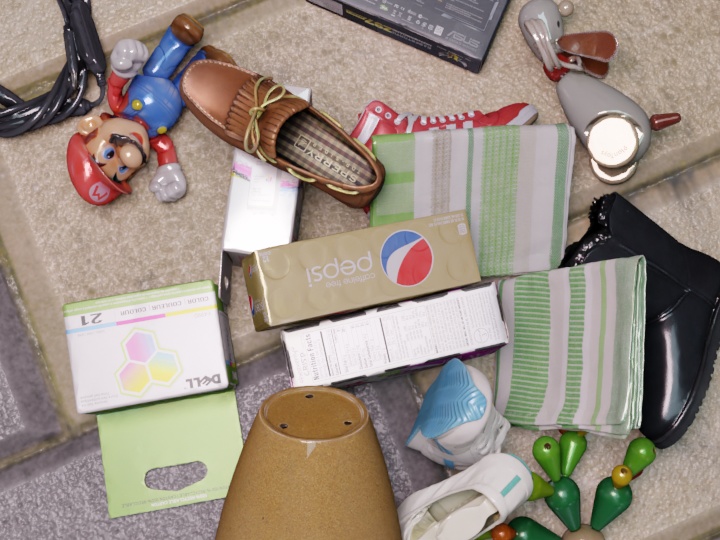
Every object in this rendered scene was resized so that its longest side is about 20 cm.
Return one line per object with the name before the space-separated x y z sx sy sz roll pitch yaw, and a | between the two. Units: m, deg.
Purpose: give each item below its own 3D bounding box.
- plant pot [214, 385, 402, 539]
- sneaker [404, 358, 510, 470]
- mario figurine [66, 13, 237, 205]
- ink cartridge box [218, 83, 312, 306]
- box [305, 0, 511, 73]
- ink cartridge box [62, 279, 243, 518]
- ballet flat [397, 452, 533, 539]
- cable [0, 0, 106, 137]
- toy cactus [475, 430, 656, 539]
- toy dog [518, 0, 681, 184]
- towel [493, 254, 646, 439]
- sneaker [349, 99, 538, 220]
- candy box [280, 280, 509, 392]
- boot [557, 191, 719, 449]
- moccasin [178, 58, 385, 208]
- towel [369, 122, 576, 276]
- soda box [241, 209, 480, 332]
plant pot | -0.045 0.209 0.975 0.184 0.187 0.202 2 113 0
sneaker | 0.097 0.134 1.017 0.080 0.200 0.077 24 76 1
mario figurine | -0.200 -0.144 1.097 0.123 0.106 0.201 37 82 2
ink cartridge box | -0.088 -0.065 1.081 0.067 0.116 0.203 8 84 0
box | 0.061 -0.311 1.146 0.198 0.051 0.159 23 83 3
ink cartridge box | -0.189 0.123 1.077 0.146 0.076 0.202 -10 82 -2
ballet flat | 0.074 0.226 1.013 0.069 0.200 0.070 21 47 -25
cable | -0.346 -0.235 1.140 0.162 0.051 0.202 -20 86 2
toy cactus | 0.191 0.229 1.072 0.198 0.102 0.166 -26 102 -6
toy dog | 0.236 -0.182 1.100 0.096 0.132 0.201 -27 102 8
towel | 0.183 0.072 1.033 0.023 0.199 0.155 8 82 -27
sneaker | 0.070 -0.136 1.115 0.199 0.071 0.113 -33 81 -8
candy box | 0.030 0.067 1.056 0.198 0.136 0.062 -12 82 -1
boot | 0.257 0.045 1.080 0.167 0.076 0.202 27 77 -7
moccasin | -0.069 -0.121 0.990 0.201 0.078 0.074 37 83 3
towel | 0.103 -0.065 1.079 0.197 0.031 0.151 -4 111 -13
soda box | 0.000 0.000 1.003 0.198 0.064 0.069 -11 86 -18
